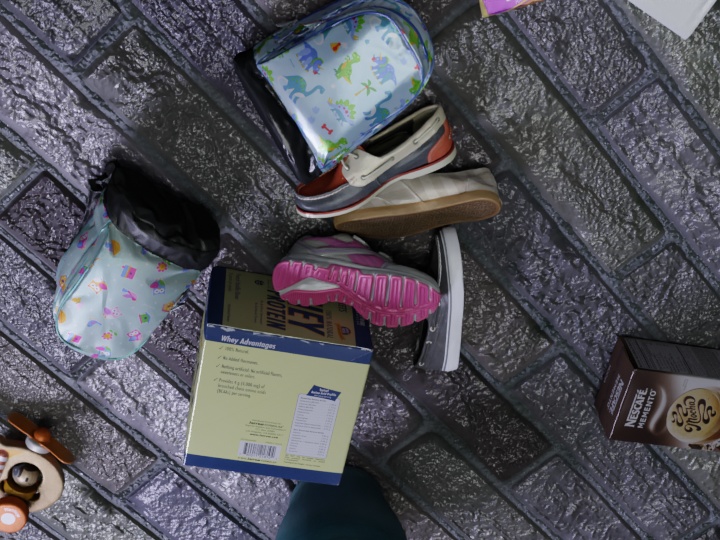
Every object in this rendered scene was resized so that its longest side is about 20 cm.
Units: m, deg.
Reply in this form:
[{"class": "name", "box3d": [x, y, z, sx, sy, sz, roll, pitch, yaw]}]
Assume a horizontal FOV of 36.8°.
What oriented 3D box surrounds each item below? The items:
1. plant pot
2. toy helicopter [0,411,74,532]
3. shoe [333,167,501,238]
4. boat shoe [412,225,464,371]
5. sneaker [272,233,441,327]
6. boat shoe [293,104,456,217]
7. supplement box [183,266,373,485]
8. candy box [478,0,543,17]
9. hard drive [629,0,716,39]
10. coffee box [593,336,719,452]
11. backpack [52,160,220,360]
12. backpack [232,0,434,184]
[{"class": "plant pot", "box3d": [-0.028, 0.366, 1.417, 0.197, 0.189, 0.203, -3, 119, -5]}, {"class": "toy helicopter", "box3d": [-0.451, 0.224, 1.369, 0.131, 0.079, 0.201, -34, 112, 12]}, {"class": "shoe", "box3d": [0.065, -0.080, 1.266, 0.197, 0.054, 0.070, -8, 157, 7]}, {"class": "boat shoe", "box3d": [0.088, 0.039, 1.324, 0.065, 0.070, 0.202, -4, 126, -5]}, {"class": "sneaker", "box3d": [0.000, 0.000, 1.271, 0.197, 0.089, 0.082, 15, 130, -4]}, {"class": "boat shoe", "box3d": [0.012, -0.123, 1.219, 0.198, 0.072, 0.063, -23, 132, 1]}, {"class": "supplement box", "box3d": [-0.102, 0.128, 1.311, 0.197, 0.135, 0.202, 9, 118, -10]}, {"class": "candy box", "box3d": [0.205, -0.343, 1.098, 0.197, 0.057, 0.118, -12, 110, 14]}, {"class": "hard drive", "box3d": [0.310, -0.353, 1.148, 0.198, 0.026, 0.133, 28, 113, -18]}, {"class": "coffee box", "box3d": [0.419, 0.164, 1.409, 0.197, 0.080, 0.114, 7, 119, -9]}, {"class": "backpack", "box3d": [-0.272, 0.000, 1.233, 0.166, 0.127, 0.200, 32, 114, -24]}, {"class": "backpack", "box3d": [-0.015, -0.207, 1.145, 0.198, 0.154, 0.165, -31, 101, -4]}]
